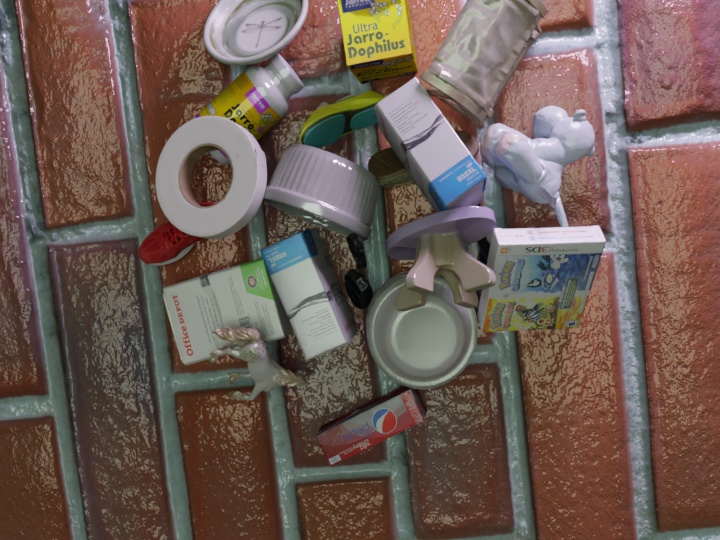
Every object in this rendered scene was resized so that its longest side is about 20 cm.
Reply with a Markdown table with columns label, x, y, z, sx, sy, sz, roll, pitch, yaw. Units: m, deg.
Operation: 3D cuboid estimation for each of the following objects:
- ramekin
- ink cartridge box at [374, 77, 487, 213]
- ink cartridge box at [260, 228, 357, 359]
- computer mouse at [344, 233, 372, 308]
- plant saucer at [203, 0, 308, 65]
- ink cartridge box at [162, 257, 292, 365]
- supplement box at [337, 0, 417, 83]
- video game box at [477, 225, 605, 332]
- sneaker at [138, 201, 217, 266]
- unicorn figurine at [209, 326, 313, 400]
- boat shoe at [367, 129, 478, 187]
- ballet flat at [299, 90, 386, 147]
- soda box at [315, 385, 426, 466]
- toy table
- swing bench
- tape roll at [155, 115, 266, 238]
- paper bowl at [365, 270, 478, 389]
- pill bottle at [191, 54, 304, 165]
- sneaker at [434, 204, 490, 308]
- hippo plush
| label | x | y | z | sx | sy | sz | roll | pitch | yaw |
| --- | --- | --- | --- | --- | --- | --- | --- | --- | --- |
| ramekin | -0.061 | -0.136 | 1.370 | 0.197 | 0.200 | 0.107 | 20 | 88 | 5 |
| ink cartridge box | 0.114 | -0.189 | 1.303 | 0.083 | 0.145 | 0.202 | -33 | 78 | 0 |
| ink cartridge box | -0.086 | 0.038 | 1.402 | 0.082 | 0.145 | 0.203 | -23 | 92 | 8 |
| computer mouse | 0.000 | 0.000 | 1.391 | 0.034 | 0.201 | 0.059 | -31 | 62 | -19 |
| plant saucer | -0.176 | -0.424 | 1.402 | 0.196 | 0.050 | 0.204 | -10 | 58 | 15 |
| ink cartridge box | -0.240 | 0.072 | 1.462 | 0.196 | 0.084 | 0.148 | -15 | 93 | 7 |
| supplement box | 0.032 | -0.386 | 1.331 | 0.106 | 0.200 | 0.112 | -9 | 94 | 8 |
| video game box | 0.297 | 0.017 | 1.343 | 0.178 | 0.047 | 0.203 | -1 | 132 | -3 |
| sneaker | -0.326 | -0.076 | 1.439 | 0.198 | 0.116 | 0.079 | -30 | 81 | 4 |
| unicorn figurine | -0.177 | 0.172 | 1.411 | 0.135 | 0.201 | 0.075 | -13 | 50 | 11 |
| boat shoe | 0.111 | -0.194 | 1.416 | 0.196 | 0.063 | 0.075 | -11 | 68 | 5 |
| ballet flat | -0.036 | -0.266 | 1.382 | 0.198 | 0.067 | 0.067 | -25 | 58 | -29 |
| soda box | 0.021 | 0.277 | 1.456 | 0.197 | 0.070 | 0.064 | -27 | 91 | 9 |
| toy table | 0.130 | -0.013 | 1.284 | 0.199 | 0.181 | 0.120 | -26 | 62 | 46 |
| swing bench | 0.203 | -0.357 | 1.313 | 0.128 | 0.200 | 0.201 | 32 | 98 | 3 |
| tape roll | -0.250 | -0.156 | 1.344 | 0.199 | 0.037 | 0.208 | -2 | 85 | 19 |
| paper bowl | 0.107 | 0.105 | 1.400 | 0.196 | 0.104 | 0.205 | 0 | 99 | -2 |
| pill bottle | -0.196 | -0.287 | 1.415 | 0.199 | 0.104 | 0.105 | -40 | 90 | 9 |
| sneaker | 0.187 | -0.033 | 1.418 | 0.076 | 0.075 | 0.204 | -9 | 96 | 33 |
| hippo plush | 0.307 | -0.208 | 1.328 | 0.161 | 0.160 | 0.200 | -44 | 46 | -3 |
